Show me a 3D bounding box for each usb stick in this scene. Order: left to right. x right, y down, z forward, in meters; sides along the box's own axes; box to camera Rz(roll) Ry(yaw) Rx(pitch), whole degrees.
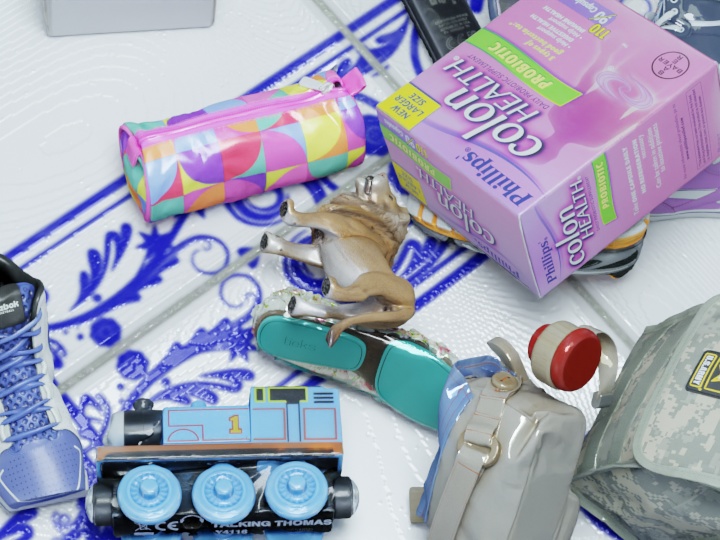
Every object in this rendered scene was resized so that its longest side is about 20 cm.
[{"bbox_3d":[0.051,-0.254,1.610,0.055,0.033,0.201,-17,68,-22],"label":"usb stick"}]

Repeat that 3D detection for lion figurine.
[{"bbox_3d":[0.000,0.000,1.423,0.122,0.073,0.201,12,35,-27],"label":"lion figurine"}]

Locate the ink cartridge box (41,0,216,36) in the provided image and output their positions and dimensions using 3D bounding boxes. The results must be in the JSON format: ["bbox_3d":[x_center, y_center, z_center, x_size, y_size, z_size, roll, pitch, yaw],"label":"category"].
[{"bbox_3d":[-0.202,-0.303,1.571,0.145,0.084,0.202,-5,66,-9],"label":"ink cartridge box"}]

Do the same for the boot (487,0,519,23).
[{"bbox_3d":[0.143,-0.275,1.575,0.072,0.090,0.202,2,76,9],"label":"boot"}]

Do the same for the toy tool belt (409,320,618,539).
[{"bbox_3d":[0.094,0.114,1.352,0.124,0.202,0.123,-4,24,-44],"label":"toy tool belt"}]

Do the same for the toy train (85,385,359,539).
[{"bbox_3d":[-0.101,0.146,1.376,0.198,0.087,0.115,-1,56,-5],"label":"toy train"}]

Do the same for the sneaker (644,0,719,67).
[{"bbox_3d":[0.243,-0.178,1.576,0.199,0.070,0.109,-19,73,-23],"label":"sneaker"}]

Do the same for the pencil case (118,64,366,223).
[{"bbox_3d":[-0.091,-0.102,1.492,0.199,0.089,0.089,-19,68,-15],"label":"pencil case"}]

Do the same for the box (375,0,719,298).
[{"bbox_3d":[0.147,-0.109,1.436,0.200,0.097,0.176,-37,49,-14],"label":"box"}]

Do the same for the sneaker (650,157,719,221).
[{"bbox_3d":[0.302,-0.094,1.522,0.199,0.115,0.073,-12,65,-14],"label":"sneaker"}]

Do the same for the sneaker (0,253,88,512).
[{"bbox_3d":[-0.259,0.070,1.370,0.080,0.115,0.201,-14,67,-13],"label":"sneaker"}]

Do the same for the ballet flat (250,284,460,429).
[{"bbox_3d":[0.013,0.060,1.440,0.199,0.076,0.064,24,31,-1],"label":"ballet flat"}]

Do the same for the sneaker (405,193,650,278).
[{"bbox_3d":[0.131,-0.032,1.496,0.198,0.077,0.079,11,57,18],"label":"sneaker"}]

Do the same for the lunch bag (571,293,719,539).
[{"bbox_3d":[0.256,0.108,1.362,0.117,0.200,0.165,38,65,-11],"label":"lunch bag"}]
